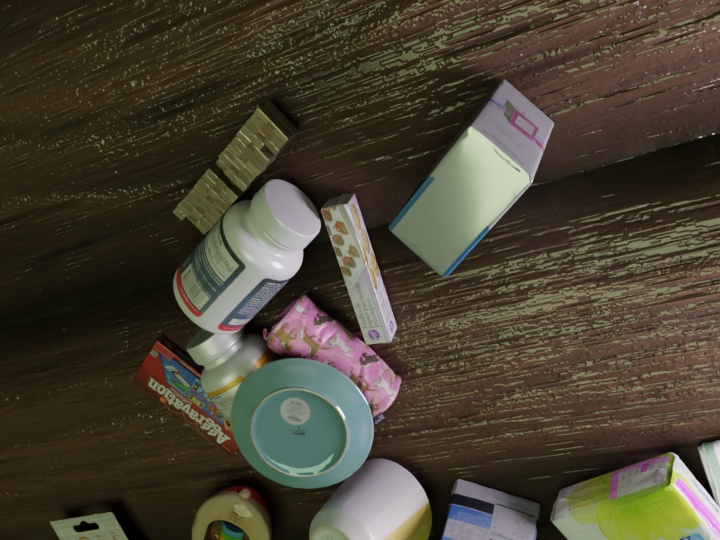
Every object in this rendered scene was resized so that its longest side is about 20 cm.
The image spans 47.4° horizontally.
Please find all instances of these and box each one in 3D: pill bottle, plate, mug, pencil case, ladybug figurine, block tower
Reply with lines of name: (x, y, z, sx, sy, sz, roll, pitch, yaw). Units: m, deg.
pill bottle: (-0.144, -0.019, 1.062, 0.119, 0.120, 0.200, 43, 121, -7)
plate: (-0.081, 0.213, 1.100, 0.197, 0.026, 0.203, 3, 111, 7)
mug: (0.018, 0.377, 1.163, 0.185, 0.152, 0.151, 28, 115, 25)
pencil case: (-0.038, 0.123, 1.122, 0.200, 0.087, 0.083, 42, 139, -5)
ladybug figurine: (-0.203, 0.421, 1.337, 0.134, 0.072, 0.202, 26, 122, 4)
pill bottle: (-0.156, 0.163, 1.164, 0.112, 0.113, 0.201, -27, 106, 28)
block tower: (-0.158, -0.128, 1.048, 0.058, 0.054, 0.200, 45, 122, -7)

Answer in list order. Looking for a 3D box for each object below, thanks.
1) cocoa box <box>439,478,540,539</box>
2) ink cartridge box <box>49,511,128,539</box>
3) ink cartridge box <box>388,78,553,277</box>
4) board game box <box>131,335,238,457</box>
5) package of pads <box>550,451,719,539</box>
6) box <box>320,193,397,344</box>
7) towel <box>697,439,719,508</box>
cocoa box: (0.172, 0.434, 1.184, 0.131, 0.132, 0.203, 13, 120, 11)
ink cartridge box: (-0.450, 0.514, 1.487, 0.159, 0.050, 0.202, -15, 107, 25)
ink cartridge box: (0.124, -0.105, 0.882, 0.084, 0.200, 0.145, 39, 121, -1)
board game box: (-0.253, 0.197, 1.269, 0.199, 0.019, 0.103, 38, 123, -3)
package of pads: (0.372, 0.337, 1.089, 0.155, 0.068, 0.199, 48, 130, -9)
box: (0.000, 0.000, 1.070, 0.038, 0.042, 0.203, -9, 112, 22)
towel: (0.544, 0.266, 1.032, 0.197, 0.031, 0.151, -15, 111, 24)
